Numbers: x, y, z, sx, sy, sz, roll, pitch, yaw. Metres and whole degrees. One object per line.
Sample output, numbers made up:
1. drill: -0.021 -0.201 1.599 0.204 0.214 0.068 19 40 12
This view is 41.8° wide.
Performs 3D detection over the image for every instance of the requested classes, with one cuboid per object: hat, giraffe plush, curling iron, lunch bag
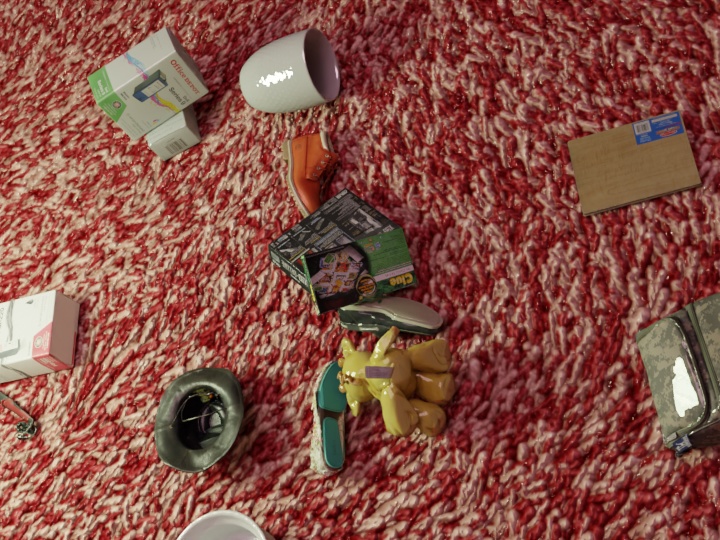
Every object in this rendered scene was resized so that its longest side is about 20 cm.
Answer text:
1. hat: -0.276 0.277 1.687 0.197 0.081 0.203 -11 54 15
2. giraffe plush: 0.038 0.183 1.560 0.161 0.198 0.175 -6 63 53
3. curling iron: -0.720 0.279 1.912 0.199 0.026 0.050 33 79 33
4. lunch bag: 0.501 0.154 1.372 0.166 0.139 0.203 -27 56 29

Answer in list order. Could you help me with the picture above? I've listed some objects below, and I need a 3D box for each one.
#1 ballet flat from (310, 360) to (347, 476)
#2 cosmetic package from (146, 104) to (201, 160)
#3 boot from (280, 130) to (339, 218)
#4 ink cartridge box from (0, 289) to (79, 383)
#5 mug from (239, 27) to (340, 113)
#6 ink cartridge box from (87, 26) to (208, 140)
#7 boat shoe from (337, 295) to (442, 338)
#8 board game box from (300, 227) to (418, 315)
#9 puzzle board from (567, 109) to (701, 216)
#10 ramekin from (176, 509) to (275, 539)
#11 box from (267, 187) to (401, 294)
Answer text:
1. ballet flat: -0.061 0.253 1.612 0.064 0.075 0.203 -32 44 47
2. cosmetic package: -0.420 -0.351 2.053 0.100 0.074 0.202 -25 60 10
3. boot: -0.089 -0.185 1.829 0.106 0.075 0.203 -17 59 10
4. ink cartridge box: -0.686 0.137 1.932 0.197 0.085 0.148 -14 61 19
5. mug: -0.143 -0.410 1.930 0.173 0.149 0.201 -11 32 26
6. ink cartridge box: -0.436 -0.384 1.948 0.198 0.146 0.088 -32 58 4
7. boat shoe: 0.051 0.086 1.649 0.197 0.069 0.072 10 27 23
8. board game box: 0.000 0.000 1.638 0.197 0.023 0.107 -16 88 -25
9. puzzle board: 0.465 -0.183 1.613 0.197 0.017 0.153 -14 60 17
10. ramekin: -0.213 0.503 1.539 0.197 0.098 0.204 -9 63 19
11. box: -0.044 -0.047 1.714 0.199 0.050 0.157 -38 55 -24
